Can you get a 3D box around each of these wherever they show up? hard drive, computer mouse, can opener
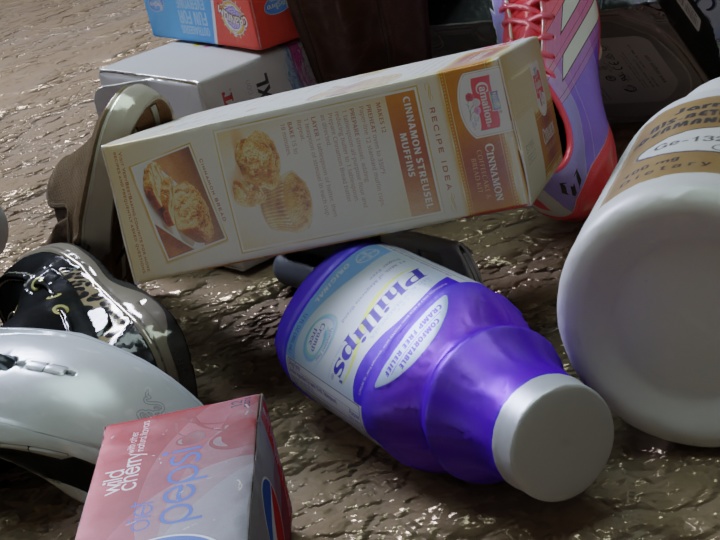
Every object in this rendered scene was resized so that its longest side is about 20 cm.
[{"bbox_3d":[0.136,-0.144,1.049,0.199,0.140,0.038,2,66,35],"label":"hard drive"},{"bbox_3d":[-0.151,0.050,0.716,0.199,0.044,0.110,18,47,14],"label":"computer mouse"},{"bbox_3d":[0.000,0.000,0.853,0.066,0.053,0.200,-24,22,-25],"label":"can opener"}]

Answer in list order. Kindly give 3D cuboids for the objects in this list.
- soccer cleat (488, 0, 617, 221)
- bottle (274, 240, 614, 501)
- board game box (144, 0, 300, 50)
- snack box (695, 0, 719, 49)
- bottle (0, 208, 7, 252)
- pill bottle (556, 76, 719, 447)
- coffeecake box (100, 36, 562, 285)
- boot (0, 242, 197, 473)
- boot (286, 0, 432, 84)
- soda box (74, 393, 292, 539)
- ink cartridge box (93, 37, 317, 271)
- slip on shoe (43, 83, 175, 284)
[{"bbox_3d":[0.105,-0.123,0.928,0.067,0.201,0.076,-23,-27,31],"label":"soccer cleat"},{"bbox_3d":[0.033,0.044,0.676,0.084,0.065,0.200,-52,28,-6],"label":"bottle"},{"bbox_3d":[-0.025,-0.199,1.049,0.200,0.040,0.153,-23,22,-27],"label":"board game box"},{"bbox_3d":[0.248,-0.208,1.078,0.199,0.169,0.068,2,28,36],"label":"snack box"},{"bbox_3d":[-0.260,-0.010,0.862,0.083,0.066,0.200,13,12,12],"label":"bottle"},{"bbox_3d":[0.162,-0.018,0.698,0.114,0.115,0.200,-6,21,23],"label":"pill bottle"},{"bbox_3d":[-0.007,-0.060,0.803,0.199,0.073,0.154,-11,9,15],"label":"coffeecake box"},{"bbox_3d":[-0.191,0.053,0.821,0.150,0.073,0.200,-25,28,-28],"label":"boot"},{"bbox_3d":[0.048,-0.141,0.982,0.186,0.201,0.064,-23,22,-24],"label":"boot"},{"bbox_3d":[-0.064,0.117,0.562,0.070,0.064,0.200,-12,19,3],"label":"soda box"},{"bbox_3d":[-0.066,-0.091,1.033,0.200,0.129,0.125,-27,25,-32],"label":"ink cartridge box"},{"bbox_3d":[-0.150,-0.044,0.897,0.060,0.200,0.076,29,64,4],"label":"slip on shoe"}]
